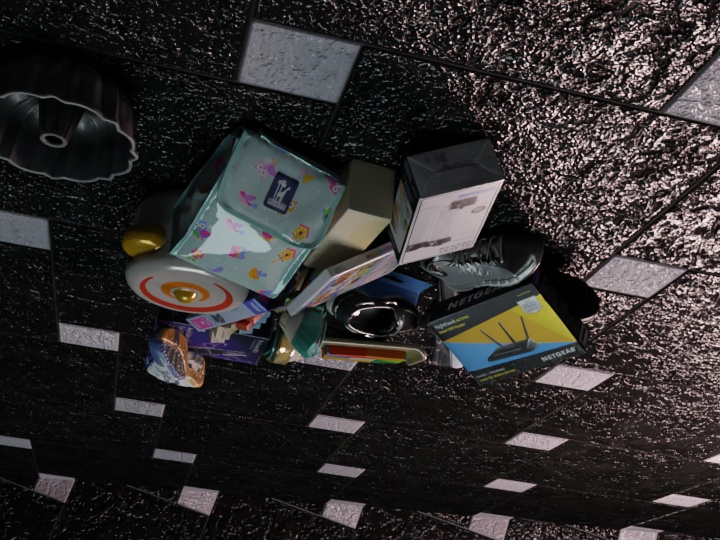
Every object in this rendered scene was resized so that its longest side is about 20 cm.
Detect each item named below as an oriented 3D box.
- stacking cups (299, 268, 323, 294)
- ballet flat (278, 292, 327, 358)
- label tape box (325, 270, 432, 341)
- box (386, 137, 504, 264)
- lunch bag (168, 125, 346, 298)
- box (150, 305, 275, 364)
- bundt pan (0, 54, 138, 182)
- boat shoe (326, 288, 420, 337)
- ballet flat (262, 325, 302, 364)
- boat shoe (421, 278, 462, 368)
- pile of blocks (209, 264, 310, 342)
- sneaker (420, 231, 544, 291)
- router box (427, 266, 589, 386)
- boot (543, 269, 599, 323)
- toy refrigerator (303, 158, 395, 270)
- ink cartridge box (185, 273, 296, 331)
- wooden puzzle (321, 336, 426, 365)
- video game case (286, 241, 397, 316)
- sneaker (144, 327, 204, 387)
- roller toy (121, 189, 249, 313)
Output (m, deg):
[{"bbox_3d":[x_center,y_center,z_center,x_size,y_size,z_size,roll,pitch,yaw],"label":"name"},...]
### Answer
[{"bbox_3d":[-0.057,0.010,1.606,0.060,0.061,0.200,14,153,-18],"label":"stacking cups"},{"bbox_3d":[-0.089,0.079,1.535,0.070,0.068,0.200,27,-170,-6],"label":"ballet flat"},{"bbox_3d":[0.007,0.061,1.711,0.143,0.064,0.199,18,154,-27],"label":"label tape box"},{"bbox_3d":[0.106,-0.085,1.321,0.115,0.061,0.200,-13,159,-13],"label":"box"},{"bbox_3d":[-0.134,-0.083,1.340,0.169,0.123,0.200,26,126,-25],"label":"lunch bag"},{"bbox_3d":[-0.253,0.077,1.753,0.197,0.106,0.148,11,155,-11],"label":"box"},{"bbox_3d":[-0.358,-0.187,1.218,0.199,0.077,0.202,5,156,2],"label":"bundt pan"},{"bbox_3d":[0.031,0.077,1.614,0.198,0.060,0.076,10,115,-43],"label":"boat shoe"},{"bbox_3d":[-0.125,0.129,1.731,0.070,0.072,0.200,10,172,-10],"label":"ballet flat"},{"bbox_3d":[0.132,0.083,1.671,0.065,0.071,0.201,-1,136,9],"label":"boat shoe"},{"bbox_3d":[-0.157,0.063,1.633,0.199,0.062,0.082,-40,124,10],"label":"pile of blocks"},{"bbox_3d":[0.162,-0.020,1.477,0.115,0.076,0.199,21,153,-33],"label":"sneaker"},{"bbox_3d":[0.224,0.087,1.552,0.199,0.051,0.149,-25,117,38],"label":"router box"},{"bbox_3d":[0.269,0.065,1.637,0.208,0.080,0.159,13,151,11],"label":"boot"},{"bbox_3d":[-0.015,-0.069,1.408,0.069,0.077,0.200,13,155,-17],"label":"toy refrigerator"},{"bbox_3d":[-0.180,0.021,1.590,0.198,0.120,0.042,-14,133,39],"label":"ink cartridge box"},{"bbox_3d":[0.001,0.135,1.707,0.197,0.038,0.185,10,171,-5],"label":"wooden puzzle"},{"bbox_3d":[0.000,0.000,1.479,0.199,0.018,0.143,-24,169,-36],"label":"video game case"},{"bbox_3d":[-0.330,0.153,1.717,0.087,0.076,0.201,2,155,10],"label":"sneaker"},{"bbox_3d":[-0.247,-0.020,1.489,0.180,0.142,0.201,6,156,-2],"label":"roller toy"}]
